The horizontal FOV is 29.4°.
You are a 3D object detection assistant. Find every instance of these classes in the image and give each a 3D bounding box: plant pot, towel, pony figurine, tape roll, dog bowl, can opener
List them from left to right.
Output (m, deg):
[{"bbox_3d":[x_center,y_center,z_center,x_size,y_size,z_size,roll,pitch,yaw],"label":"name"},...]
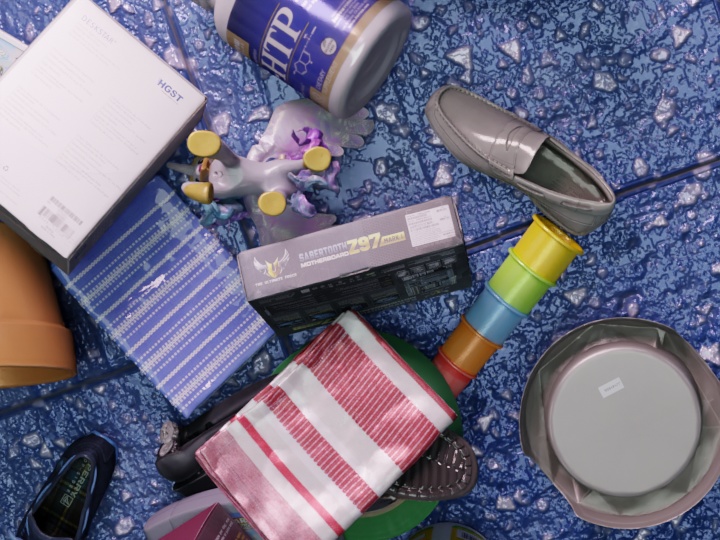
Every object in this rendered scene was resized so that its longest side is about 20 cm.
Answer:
[{"bbox_3d":[-0.373,0.034,1.302,0.198,0.200,0.142,-6,81,7],"label":"plant pot"},{"bbox_3d":[-0.183,0.021,1.325,0.145,0.024,0.200,-43,90,-15],"label":"towel"},{"bbox_3d":[-0.130,0.152,1.319,0.078,0.064,0.200,30,129,-26],"label":"can opener"},{"bbox_3d":[-0.081,-0.086,1.261,0.191,0.200,0.168,6,92,-10],"label":"pony figurine"},{"bbox_3d":[-0.032,0.149,1.220,0.200,0.023,0.144,-43,76,-7],"label":"towel"},{"bbox_3d":[-0.003,0.157,1.314,0.198,0.048,0.203,5,105,20],"label":"tape roll"},{"bbox_3d":[0.248,0.139,1.299,0.198,0.059,0.202,1,97,6],"label":"dog bowl"}]

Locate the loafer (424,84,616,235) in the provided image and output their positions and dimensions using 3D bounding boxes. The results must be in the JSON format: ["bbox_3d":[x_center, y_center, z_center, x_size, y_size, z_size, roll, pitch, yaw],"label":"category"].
[{"bbox_3d":[0.150,-0.109,1.265,0.199,0.070,0.070,33,67,-2],"label":"loafer"}]

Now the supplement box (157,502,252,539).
[{"bbox_3d":[-0.121,0.335,1.300,0.110,0.086,0.200,-34,102,29],"label":"supplement box"}]

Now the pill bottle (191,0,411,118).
[{"bbox_3d":[-0.064,-0.240,1.252,0.199,0.120,0.120,34,100,10],"label":"pill bottle"}]

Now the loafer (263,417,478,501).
[{"bbox_3d":[0.011,0.171,1.259,0.198,0.071,0.074,8,74,8],"label":"loafer"}]

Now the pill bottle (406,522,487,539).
[{"bbox_3d":[0.076,0.316,1.270,0.110,0.200,0.112,1,98,7],"label":"pill bottle"}]

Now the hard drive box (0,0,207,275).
[{"bbox_3d":[-0.262,-0.125,1.257,0.156,0.077,0.200,40,74,-2],"label":"hard drive box"}]

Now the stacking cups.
[{"bbox_3d":[0.131,0.045,1.302,0.060,0.061,0.201,34,103,1],"label":"stacking cups"}]

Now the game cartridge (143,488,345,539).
[{"bbox_3d":[-0.110,0.273,1.336,0.198,0.042,0.134,-12,115,23],"label":"game cartridge"}]

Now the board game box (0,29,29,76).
[{"bbox_3d":[-0.327,-0.148,1.324,0.199,0.035,0.127,29,93,-4],"label":"board game box"}]

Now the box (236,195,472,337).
[{"bbox_3d":[0.000,0.000,1.251,0.198,0.158,0.052,-14,73,4],"label":"box"}]

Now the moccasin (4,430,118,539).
[{"bbox_3d":[-0.312,0.252,1.375,0.080,0.068,0.202,23,100,3],"label":"moccasin"}]
